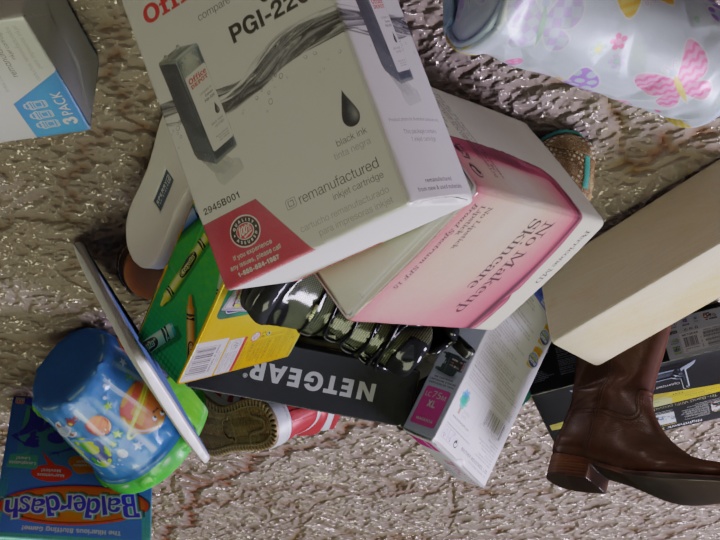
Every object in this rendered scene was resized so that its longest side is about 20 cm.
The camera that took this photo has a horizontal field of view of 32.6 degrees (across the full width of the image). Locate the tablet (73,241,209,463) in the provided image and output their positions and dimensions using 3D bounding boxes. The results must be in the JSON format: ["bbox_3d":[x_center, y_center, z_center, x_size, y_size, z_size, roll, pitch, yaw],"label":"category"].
[{"bbox_3d":[-0.184,0.065,1.016,0.014,0.200,0.130,-31,126,-8],"label":"tablet"}]

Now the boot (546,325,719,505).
[{"bbox_3d":[0.261,0.098,1.075,0.186,0.200,0.064,2,151,33],"label":"boot"}]

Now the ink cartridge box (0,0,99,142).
[{"bbox_3d":[-0.289,-0.138,0.813,0.199,0.068,0.115,-7,147,9],"label":"ink cartridge box"}]

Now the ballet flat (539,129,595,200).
[{"bbox_3d":[0.110,-0.040,0.991,0.070,0.065,0.200,15,145,-31],"label":"ballet flat"}]

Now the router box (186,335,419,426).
[{"bbox_3d":[-0.068,0.084,1.102,0.200,0.052,0.157,13,-179,-18],"label":"router box"}]

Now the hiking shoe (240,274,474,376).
[{"bbox_3d":[0.006,0.028,0.893,0.200,0.101,0.076,2,127,-47],"label":"hiking shoe"}]

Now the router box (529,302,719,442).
[{"bbox_3d":[0.278,0.113,1.242,0.200,0.052,0.157,-15,146,12],"label":"router box"}]

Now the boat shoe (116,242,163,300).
[{"bbox_3d":[-0.110,0.003,1.058,0.200,0.071,0.070,13,-177,-18],"label":"boat shoe"}]

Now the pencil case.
[{"bbox_3d":[0.152,-0.154,0.795,0.200,0.083,0.091,13,139,-23],"label":"pencil case"}]

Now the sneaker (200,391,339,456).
[{"bbox_3d":[-0.099,0.143,1.266,0.112,0.071,0.200,-16,-173,-37],"label":"sneaker"}]

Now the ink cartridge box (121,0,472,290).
[{"bbox_3d":[-0.041,-0.107,0.742,0.145,0.200,0.085,-24,172,30],"label":"ink cartridge box"}]

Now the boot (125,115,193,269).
[{"bbox_3d":[-0.106,-0.079,0.933,0.090,0.073,0.200,-10,151,-39],"label":"boot"}]

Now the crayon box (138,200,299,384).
[{"bbox_3d":[-0.074,-0.016,0.908,0.119,0.058,0.200,-10,136,-48],"label":"crayon box"}]

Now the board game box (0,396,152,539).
[{"bbox_3d":[-0.289,0.215,1.253,0.152,0.200,0.045,6,125,-13],"label":"board game box"}]

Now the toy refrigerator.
[{"bbox_3d":[0.251,-0.003,1.032,0.070,0.076,0.200,26,133,-34],"label":"toy refrigerator"}]

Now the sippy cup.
[{"bbox_3d":[-0.242,0.127,1.192,0.178,0.140,0.130,-34,128,12],"label":"sippy cup"}]

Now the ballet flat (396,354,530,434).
[{"bbox_3d":[0.089,0.113,1.189,0.073,0.073,0.200,-30,163,37],"label":"ballet flat"}]

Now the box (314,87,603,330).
[{"bbox_3d":[0.058,-0.040,0.858,0.128,0.109,0.200,-46,153,23],"label":"box"}]

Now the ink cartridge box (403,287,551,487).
[{"bbox_3d":[0.117,0.080,1.097,0.042,0.200,0.119,18,162,36],"label":"ink cartridge box"}]
